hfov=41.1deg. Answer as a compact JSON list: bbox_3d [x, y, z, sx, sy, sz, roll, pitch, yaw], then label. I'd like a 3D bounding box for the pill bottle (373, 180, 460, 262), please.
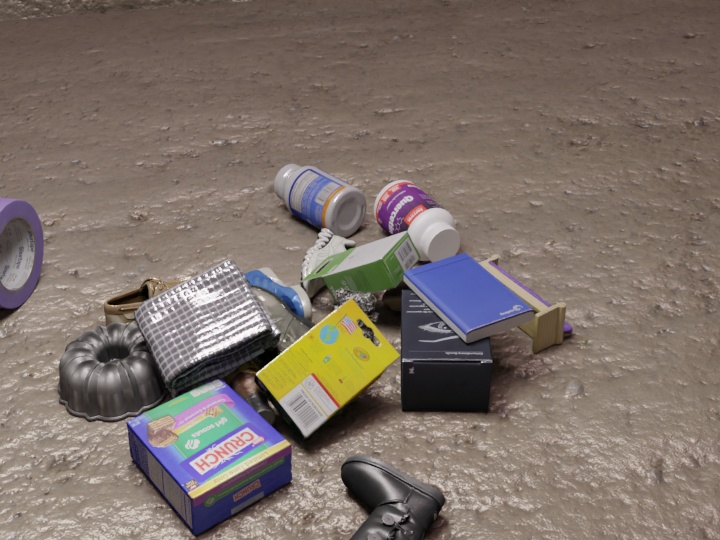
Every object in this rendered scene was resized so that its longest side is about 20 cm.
[{"bbox_3d":[0.116,-0.094,1.920,0.111,0.114,0.200,-16,35,-22],"label":"pill bottle"}]

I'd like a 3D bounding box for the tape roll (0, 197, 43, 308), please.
[{"bbox_3d":[-0.672,-0.034,1.773,0.084,0.202,0.201,6,33,11],"label":"tape roll"}]

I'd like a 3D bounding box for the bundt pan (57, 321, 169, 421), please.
[{"bbox_3d":[-0.406,0.155,1.589,0.199,0.077,0.203,0,34,0],"label":"bundt pan"}]

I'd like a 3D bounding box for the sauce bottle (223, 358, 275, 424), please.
[{"bbox_3d":[-0.185,0.181,1.554,0.064,0.065,0.200,-13,36,-18],"label":"sauce bottle"}]

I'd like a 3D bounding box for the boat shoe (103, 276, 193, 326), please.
[{"bbox_3d":[-0.374,0.050,1.758,0.199,0.065,0.071,-27,40,-33],"label":"boat shoe"}]

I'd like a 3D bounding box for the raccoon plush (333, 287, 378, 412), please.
[{"bbox_3d":[-0.013,0.123,1.569,0.095,0.135,0.201,1,33,2],"label":"raccoon plush"}]

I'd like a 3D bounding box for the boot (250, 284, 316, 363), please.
[{"bbox_3d":[-0.163,0.097,1.621,0.198,0.068,0.130,29,24,15],"label":"boot"}]

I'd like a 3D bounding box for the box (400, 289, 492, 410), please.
[{"bbox_3d":[0.137,0.129,1.584,0.146,0.105,0.201,1,33,3],"label":"box"}]

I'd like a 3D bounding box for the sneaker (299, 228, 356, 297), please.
[{"bbox_3d":[-0.063,-0.013,1.846,0.080,0.076,0.201,15,36,8],"label":"sneaker"}]

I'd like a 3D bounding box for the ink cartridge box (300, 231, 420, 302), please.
[{"bbox_3d":[0.000,0.000,1.723,0.198,0.060,0.104,-16,20,39],"label":"ink cartridge box"}]

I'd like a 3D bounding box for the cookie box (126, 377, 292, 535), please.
[{"bbox_3d":[-0.222,0.266,1.412,0.170,0.076,0.199,-24,40,-32],"label":"cookie box"}]

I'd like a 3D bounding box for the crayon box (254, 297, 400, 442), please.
[{"bbox_3d":[-0.051,0.154,1.498,0.199,0.051,0.127,-37,80,-19],"label":"crayon box"}]

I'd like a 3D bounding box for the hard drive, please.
[{"bbox_3d":[0.177,0.041,1.598,0.131,0.026,0.200,-16,35,-23],"label":"hard drive"}]

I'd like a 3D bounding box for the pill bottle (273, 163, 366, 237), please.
[{"bbox_3d":[-0.090,-0.153,2.020,0.111,0.113,0.199,-27,40,-34],"label":"pill bottle"}]

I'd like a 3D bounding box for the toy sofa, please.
[{"bbox_3d":[0.289,0.052,1.718,0.097,0.084,0.200,-20,37,-25],"label":"toy sofa"}]

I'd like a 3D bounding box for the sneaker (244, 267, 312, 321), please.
[{"bbox_3d":[-0.174,0.056,1.728,0.110,0.078,0.199,-15,31,-30],"label":"sneaker"}]

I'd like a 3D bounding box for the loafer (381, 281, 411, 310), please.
[{"bbox_3d":[0.133,0.054,1.738,0.198,0.069,0.076,-5,27,25],"label":"loafer"}]

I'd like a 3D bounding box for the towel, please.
[{"bbox_3d":[-0.246,0.089,1.536,0.198,0.086,0.166,-28,54,-12],"label":"towel"}]

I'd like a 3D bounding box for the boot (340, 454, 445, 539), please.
[{"bbox_3d":[0.003,0.351,1.293,0.163,0.066,0.200,14,40,25],"label":"boot"}]
